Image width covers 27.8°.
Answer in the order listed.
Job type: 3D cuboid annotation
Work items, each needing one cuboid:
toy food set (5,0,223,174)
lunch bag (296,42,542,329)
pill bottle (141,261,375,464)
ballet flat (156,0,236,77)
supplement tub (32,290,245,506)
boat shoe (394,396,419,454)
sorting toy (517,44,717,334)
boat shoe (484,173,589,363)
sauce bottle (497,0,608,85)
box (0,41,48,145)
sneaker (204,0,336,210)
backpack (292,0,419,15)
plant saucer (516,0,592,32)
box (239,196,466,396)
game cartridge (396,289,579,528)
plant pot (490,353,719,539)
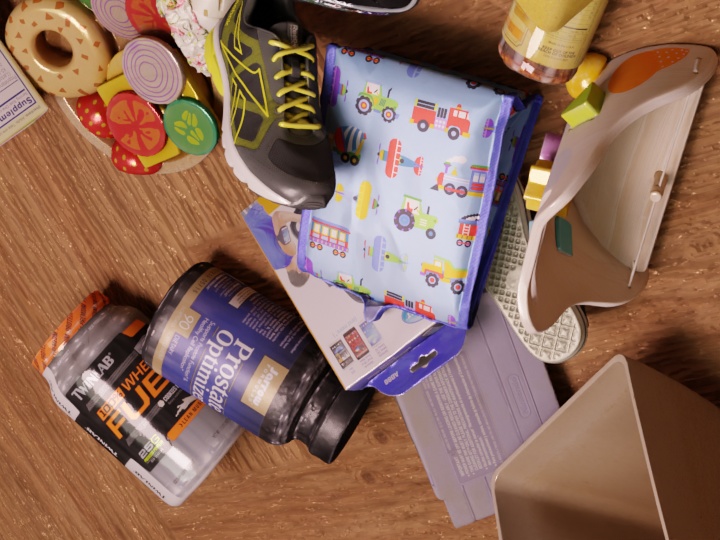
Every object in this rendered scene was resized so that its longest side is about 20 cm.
[{"bbox_3d":[-0.201,-0.170,1.250,0.197,0.049,0.201,-18,111,38],"label":"toy food set"},{"bbox_3d":[0.034,-0.055,1.106,0.149,0.094,0.202,18,101,19],"label":"lunch bag"},{"bbox_3d":[-0.089,0.087,1.321,0.199,0.112,0.112,30,132,9],"label":"pill bottle"},{"bbox_3d":[-0.127,-0.242,1.134,0.064,0.075,0.202,13,130,44],"label":"ballet flat"},{"bbox_3d":[-0.213,0.121,1.412,0.200,0.123,0.123,41,133,-1],"label":"supplement tub"},{"bbox_3d":[0.054,0.082,1.263,0.071,0.068,0.202,-3,118,34],"label":"boat shoe"},{"bbox_3d":[0.158,-0.048,1.030,0.106,0.180,0.202,22,130,15],"label":"sorting toy"},{"bbox_3d":[0.118,-0.021,1.152,0.074,0.062,0.201,-31,88,20],"label":"boat shoe"},{"bbox_3d":[0.152,-0.225,0.987,0.065,0.066,0.202,27,123,11],"label":"sauce bottle"},{"bbox_3d":[-0.401,-0.183,1.299,0.175,0.097,0.201,-14,114,55],"label":"box"},{"bbox_3d":[-0.064,-0.133,1.068,0.085,0.074,0.201,-58,46,41],"label":"sneaker"},{"bbox_3d":[-0.030,-0.280,0.999,0.198,0.151,0.179,10,120,15],"label":"backpack"},{"bbox_3d":[0.135,-0.284,0.884,0.199,0.048,0.201,-39,100,-1],"label":"plant saucer"},{"bbox_3d":[0.000,0.000,1.175,0.119,0.041,0.201,-37,72,16],"label":"box"},{"bbox_3d":[0.101,0.112,1.233,0.128,0.038,0.202,-19,111,7],"label":"game cartridge"},{"bbox_3d":[0.239,0.215,1.150,0.175,0.202,0.200,14,138,-25],"label":"plant pot"}]
